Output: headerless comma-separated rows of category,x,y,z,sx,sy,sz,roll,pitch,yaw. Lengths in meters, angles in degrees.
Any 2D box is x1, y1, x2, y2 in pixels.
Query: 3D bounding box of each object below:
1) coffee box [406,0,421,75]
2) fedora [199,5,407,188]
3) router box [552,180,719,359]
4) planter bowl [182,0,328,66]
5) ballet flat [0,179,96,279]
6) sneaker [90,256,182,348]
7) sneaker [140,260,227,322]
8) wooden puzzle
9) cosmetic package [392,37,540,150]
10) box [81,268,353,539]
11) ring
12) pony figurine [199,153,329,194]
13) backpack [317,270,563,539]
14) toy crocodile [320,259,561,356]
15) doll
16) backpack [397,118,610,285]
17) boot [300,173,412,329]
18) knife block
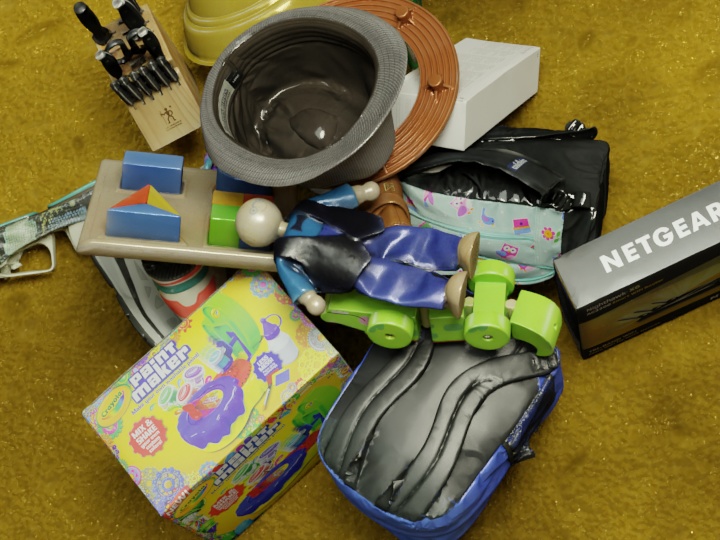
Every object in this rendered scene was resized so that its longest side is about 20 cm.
coffee box,0.033,-0.217,1.377,0.043,0.123,0.203,-5,71,13
fedora,-0.037,-0.129,1.163,0.198,0.090,0.178,15,69,33
router box,0.272,-0.004,1.230,0.198,0.157,0.053,-25,67,3
planter bowl,-0.113,-0.304,1.408,0.198,0.084,0.202,-21,37,17
ballet flat,-0.311,-0.038,1.425,0.198,0.074,0.075,-23,68,5
sneaker,-0.176,0.011,1.353,0.115,0.076,0.201,-37,55,-3
sneaker,-0.165,-0.011,1.305,0.070,0.094,0.200,-22,30,0
wooden puzzle,-0.146,-0.061,1.223,0.183,0.201,0.047,5,115,-5
cosmetic package,0.099,-0.168,1.310,0.082,0.200,0.051,10,116,24
box,-0.110,0.124,1.247,0.200,0.193,0.122,-42,68,-4
ring,-0.010,-0.164,1.234,0.198,0.019,0.203,-7,64,15
pony figurine,-0.070,-0.150,1.372,0.191,0.167,0.202,9,65,35
backpack,0.071,0.139,1.212,0.161,0.168,0.201,28,71,25
toy crocodile,0.066,0.034,1.144,0.197,0.062,0.068,2,54,8
doll,-0.006,-0.021,1.123,0.197,0.049,0.138,12,56,12
backpack,0.124,-0.062,1.283,0.197,0.167,0.128,4,116,13
boot,0.000,0.000,1.258,0.076,0.202,0.156,9,29,-22
knife block,-0.219,-0.217,1.363,0.063,0.177,0.200,-26,27,1
